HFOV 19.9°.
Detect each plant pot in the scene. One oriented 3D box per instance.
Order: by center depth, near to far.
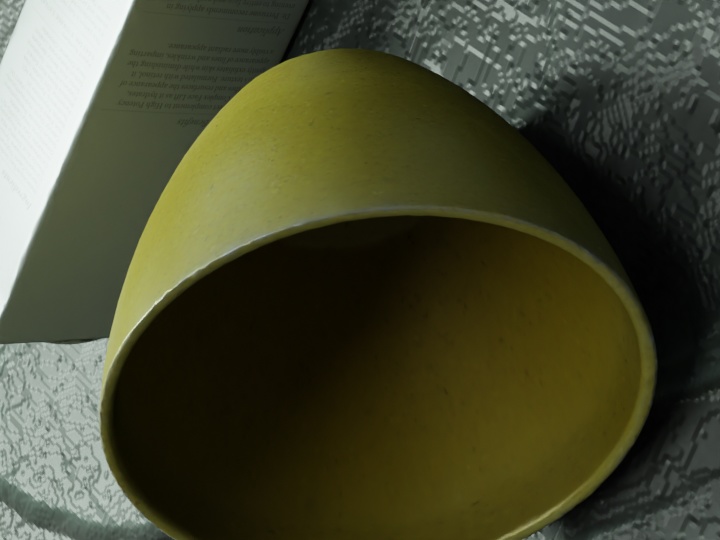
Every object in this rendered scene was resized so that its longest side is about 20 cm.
[{"bbox_3d":[0.000,0.000,0.772,0.200,0.199,0.143,-50,33,35],"label":"plant pot"}]

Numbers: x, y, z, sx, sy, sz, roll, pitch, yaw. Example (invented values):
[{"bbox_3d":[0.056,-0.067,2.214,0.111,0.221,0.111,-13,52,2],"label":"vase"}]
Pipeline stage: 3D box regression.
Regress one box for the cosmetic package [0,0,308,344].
[{"bbox_3d":[-0.112,-0.066,0.928,0.074,0.101,0.201,49,123,33],"label":"cosmetic package"}]
